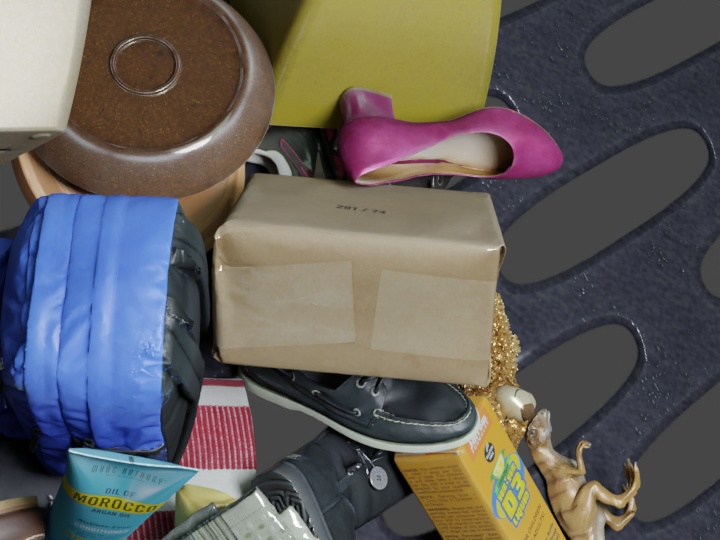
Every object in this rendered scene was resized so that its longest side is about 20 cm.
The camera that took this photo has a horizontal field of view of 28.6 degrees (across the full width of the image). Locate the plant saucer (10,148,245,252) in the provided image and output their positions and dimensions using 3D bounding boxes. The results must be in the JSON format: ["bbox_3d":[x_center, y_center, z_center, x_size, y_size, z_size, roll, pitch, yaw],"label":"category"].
[{"bbox_3d":[-0.177,-0.097,1.110,0.198,0.032,0.203,14,64,-30],"label":"plant saucer"}]

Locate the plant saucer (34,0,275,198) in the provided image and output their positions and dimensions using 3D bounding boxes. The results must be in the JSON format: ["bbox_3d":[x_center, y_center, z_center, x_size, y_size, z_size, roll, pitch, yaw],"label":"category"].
[{"bbox_3d":[-0.162,-0.147,1.064,0.197,0.035,0.203,3,63,-6],"label":"plant saucer"}]

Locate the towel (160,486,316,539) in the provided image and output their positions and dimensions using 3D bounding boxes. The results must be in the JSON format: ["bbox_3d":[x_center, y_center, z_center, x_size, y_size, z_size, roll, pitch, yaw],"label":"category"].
[{"bbox_3d":[-0.088,0.265,0.953,0.201,0.191,0.035,55,8,-10],"label":"towel"}]

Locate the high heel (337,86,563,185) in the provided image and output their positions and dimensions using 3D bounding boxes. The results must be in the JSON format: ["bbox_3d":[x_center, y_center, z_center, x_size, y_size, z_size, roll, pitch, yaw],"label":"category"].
[{"bbox_3d":[0.075,-0.086,1.115,0.198,0.068,0.097,16,43,-21],"label":"high heel"}]

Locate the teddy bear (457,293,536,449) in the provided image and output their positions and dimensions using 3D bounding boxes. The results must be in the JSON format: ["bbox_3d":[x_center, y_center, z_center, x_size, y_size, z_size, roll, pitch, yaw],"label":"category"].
[{"bbox_3d":[0.107,0.060,1.201,0.146,0.066,0.202,68,14,-53],"label":"teddy bear"}]

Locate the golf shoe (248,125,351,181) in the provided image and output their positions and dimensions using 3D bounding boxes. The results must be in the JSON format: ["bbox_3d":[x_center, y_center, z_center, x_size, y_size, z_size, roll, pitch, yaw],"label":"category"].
[{"bbox_3d":[-0.032,-0.031,1.172,0.087,0.077,0.202,-16,77,-20],"label":"golf shoe"}]

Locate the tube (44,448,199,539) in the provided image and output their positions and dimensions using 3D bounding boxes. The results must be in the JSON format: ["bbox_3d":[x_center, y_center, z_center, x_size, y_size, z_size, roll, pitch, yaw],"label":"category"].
[{"bbox_3d":[-0.163,0.146,0.898,0.076,0.200,0.051,6,65,-19],"label":"tube"}]

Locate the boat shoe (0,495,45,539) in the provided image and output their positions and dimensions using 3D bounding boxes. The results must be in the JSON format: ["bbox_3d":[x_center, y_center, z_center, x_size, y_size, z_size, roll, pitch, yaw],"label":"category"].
[{"bbox_3d":[-0.289,0.202,0.889,0.198,0.070,0.071,-17,75,-30],"label":"boat shoe"}]

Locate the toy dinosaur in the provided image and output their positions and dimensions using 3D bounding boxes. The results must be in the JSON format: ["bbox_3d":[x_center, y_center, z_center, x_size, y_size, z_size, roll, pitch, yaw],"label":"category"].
[{"bbox_3d":[0.199,0.219,1.247,0.105,0.060,0.202,-16,75,-14],"label":"toy dinosaur"}]

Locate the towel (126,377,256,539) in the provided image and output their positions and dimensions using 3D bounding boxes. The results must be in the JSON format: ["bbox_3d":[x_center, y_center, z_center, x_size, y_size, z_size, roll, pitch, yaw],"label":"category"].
[{"bbox_3d":[-0.139,0.177,1.036,0.142,0.023,0.203,5,68,-32],"label":"towel"}]

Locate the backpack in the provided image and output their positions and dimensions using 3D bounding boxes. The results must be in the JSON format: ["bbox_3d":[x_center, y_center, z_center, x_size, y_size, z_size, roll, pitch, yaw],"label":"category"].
[{"bbox_3d":[-0.181,0.046,0.933,0.165,0.200,0.165,1,67,-9],"label":"backpack"}]

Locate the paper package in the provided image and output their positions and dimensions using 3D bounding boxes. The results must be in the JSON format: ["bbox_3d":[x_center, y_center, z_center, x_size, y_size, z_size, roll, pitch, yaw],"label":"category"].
[{"bbox_3d":[0.000,0.000,1.036,0.197,0.191,0.105,5,106,1],"label":"paper package"}]

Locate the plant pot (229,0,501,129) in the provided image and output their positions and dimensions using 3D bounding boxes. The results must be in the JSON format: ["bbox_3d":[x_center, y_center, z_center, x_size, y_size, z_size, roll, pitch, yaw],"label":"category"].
[{"bbox_3d":[0.013,-0.249,1.153,0.197,0.177,0.202,1,50,-21],"label":"plant pot"}]

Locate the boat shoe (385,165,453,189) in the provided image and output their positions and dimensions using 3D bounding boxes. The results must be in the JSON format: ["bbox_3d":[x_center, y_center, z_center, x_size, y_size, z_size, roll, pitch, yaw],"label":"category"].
[{"bbox_3d":[0.052,-0.100,1.204,0.074,0.064,0.200,64,24,-20],"label":"boat shoe"}]

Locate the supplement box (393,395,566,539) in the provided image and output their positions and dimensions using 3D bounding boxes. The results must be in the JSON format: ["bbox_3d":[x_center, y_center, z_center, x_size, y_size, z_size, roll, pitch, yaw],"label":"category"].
[{"bbox_3d":[0.104,0.195,1.130,0.201,0.068,0.067,57,43,-26],"label":"supplement box"}]

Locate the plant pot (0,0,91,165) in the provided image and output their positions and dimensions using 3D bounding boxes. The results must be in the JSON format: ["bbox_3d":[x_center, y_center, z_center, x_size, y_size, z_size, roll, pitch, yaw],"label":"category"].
[{"bbox_3d":[-0.296,-0.167,0.962,0.198,0.199,0.180,-4,85,-36],"label":"plant pot"}]

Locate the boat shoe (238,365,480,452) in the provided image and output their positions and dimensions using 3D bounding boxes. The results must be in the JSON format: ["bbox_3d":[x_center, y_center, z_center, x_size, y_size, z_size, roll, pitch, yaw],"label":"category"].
[{"bbox_3d":[-0.003,0.077,1.071,0.197,0.067,0.075,20,46,21],"label":"boat shoe"}]

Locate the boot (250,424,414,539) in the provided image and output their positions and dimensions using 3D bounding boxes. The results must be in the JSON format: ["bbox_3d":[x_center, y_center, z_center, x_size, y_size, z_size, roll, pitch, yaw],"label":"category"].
[{"bbox_3d":[0.011,0.188,1.115,0.199,0.065,0.167,-31,111,-52],"label":"boot"}]

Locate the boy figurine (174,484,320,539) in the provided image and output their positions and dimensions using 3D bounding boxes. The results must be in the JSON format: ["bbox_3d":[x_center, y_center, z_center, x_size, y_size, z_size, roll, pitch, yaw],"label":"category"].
[{"bbox_3d":[-0.063,0.232,0.995,0.123,0.064,0.202,-31,100,-11],"label":"boy figurine"}]
